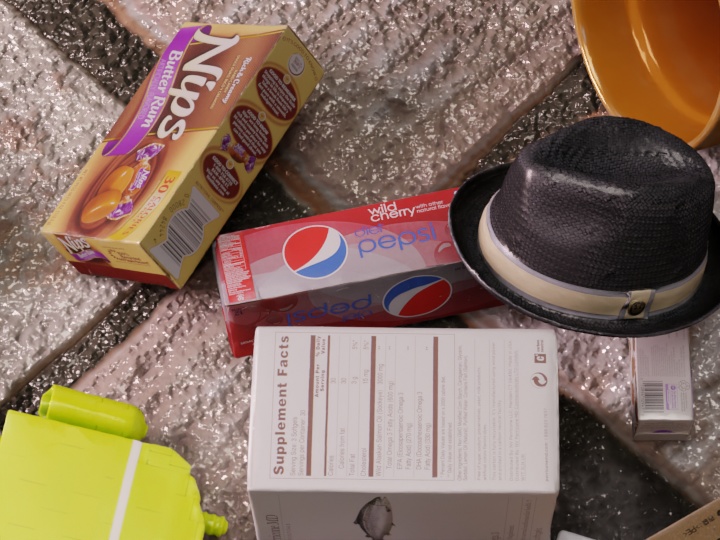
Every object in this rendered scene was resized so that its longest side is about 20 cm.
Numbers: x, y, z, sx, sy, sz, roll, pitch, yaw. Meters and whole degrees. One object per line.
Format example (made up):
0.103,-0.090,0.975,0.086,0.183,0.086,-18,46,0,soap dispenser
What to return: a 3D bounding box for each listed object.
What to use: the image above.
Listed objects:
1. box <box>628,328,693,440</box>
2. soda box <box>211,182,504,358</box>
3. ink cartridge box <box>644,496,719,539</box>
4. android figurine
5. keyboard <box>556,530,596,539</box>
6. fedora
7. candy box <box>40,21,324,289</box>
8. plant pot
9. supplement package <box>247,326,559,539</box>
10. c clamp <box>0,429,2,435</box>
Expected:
0.207,0.020,1.542,0.041,0.039,0.201,0,64,0,box
0.000,0.000,1.538,0.199,0.070,0.064,-10,56,-4,soda box
0.195,0.208,1.373,0.199,0.165,0.075,-28,72,-16,ink cartridge box
-0.188,0.167,1.465,0.199,0.041,0.183,13,66,-7,android figurine
0.131,0.268,1.441,0.056,0.011,0.201,13,64,13,keyboard
0.162,-0.044,1.467,0.199,0.092,0.201,9,40,-7,fedora
-0.124,-0.085,1.563,0.116,0.056,0.201,8,59,46,candy box
0.278,-0.199,1.576,0.182,0.201,0.201,-15,63,-23,plant pot
0.029,0.112,1.458,0.199,0.117,0.118,0,65,2,supplement package
-0.302,0.178,1.488,0.170,0.027,0.200,30,70,20,c clamp
